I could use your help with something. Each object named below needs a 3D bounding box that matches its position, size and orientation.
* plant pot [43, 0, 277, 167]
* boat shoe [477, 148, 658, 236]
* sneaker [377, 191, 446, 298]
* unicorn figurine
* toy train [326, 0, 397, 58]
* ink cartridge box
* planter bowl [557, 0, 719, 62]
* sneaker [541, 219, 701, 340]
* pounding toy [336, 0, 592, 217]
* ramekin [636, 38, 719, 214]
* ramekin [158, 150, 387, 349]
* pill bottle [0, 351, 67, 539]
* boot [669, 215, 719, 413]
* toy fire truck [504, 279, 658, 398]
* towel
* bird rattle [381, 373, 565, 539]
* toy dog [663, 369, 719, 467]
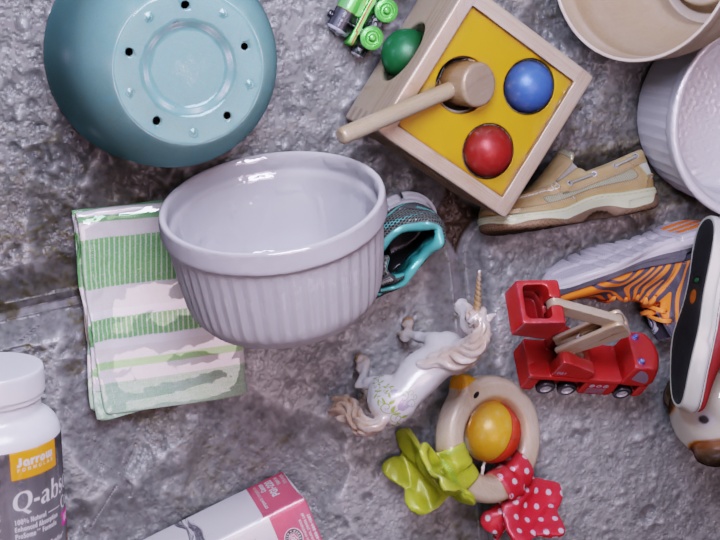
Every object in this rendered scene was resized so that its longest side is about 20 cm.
[{"bbox_3d":[-0.160,-0.179,1.143,0.199,0.161,0.202,-4,104,-18],"label":"plant pot"},{"bbox_3d":[0.203,-0.083,1.347,0.199,0.072,0.077,-11,93,-24],"label":"boat shoe"},{"bbox_3d":[0.000,0.000,1.277,0.200,0.091,0.078,-41,111,-5],"label":"sneaker"},{"bbox_3d":[0.059,0.087,1.293,0.074,0.137,0.200,34,90,-22],"label":"unicorn figurine"},{"bbox_3d":[0.031,-0.294,1.247,0.056,0.042,0.201,28,93,-13],"label":"toy train"},{"bbox_3d":[-0.129,0.311,1.312,0.199,0.085,0.146,-25,109,-13],"label":"ink cartridge box"},{"bbox_3d":[0.301,-0.295,1.269,0.134,0.200,0.201,-4,106,-44],"label":"planter bowl"},{"bbox_3d":[0.285,0.026,1.388,0.199,0.078,0.113,-16,106,-15],"label":"sneaker"},{"bbox_3d":[0.083,-0.157,1.240,0.200,0.142,0.185,32,91,-23],"label":"pounding toy"},{"bbox_3d":[0.380,-0.158,1.365,0.199,0.098,0.202,-4,103,-18],"label":"ramekin"},{"bbox_3d":[-0.071,-0.016,1.180,0.199,0.200,0.106,-15,120,-15],"label":"ramekin"},{"bbox_3d":[-0.324,0.182,1.199,0.116,0.116,0.201,-5,105,-18],"label":"pill bottle"},{"bbox_3d":[0.397,0.056,1.357,0.143,0.072,0.201,12,95,-9],"label":"boot"},{"bbox_3d":[0.223,0.071,1.348,0.199,0.049,0.141,5,146,-18],"label":"toy fire truck"},{"bbox_3d":[-0.187,0.033,1.259,0.152,0.023,0.201,-9,105,-17],"label":"towel"},{"bbox_3d":[0.135,0.191,1.369,0.199,0.113,0.164,17,81,-25],"label":"bird rattle"},{"bbox_3d":[0.426,0.133,1.444,0.199,0.140,0.194,-10,151,-16],"label":"toy dog"}]
